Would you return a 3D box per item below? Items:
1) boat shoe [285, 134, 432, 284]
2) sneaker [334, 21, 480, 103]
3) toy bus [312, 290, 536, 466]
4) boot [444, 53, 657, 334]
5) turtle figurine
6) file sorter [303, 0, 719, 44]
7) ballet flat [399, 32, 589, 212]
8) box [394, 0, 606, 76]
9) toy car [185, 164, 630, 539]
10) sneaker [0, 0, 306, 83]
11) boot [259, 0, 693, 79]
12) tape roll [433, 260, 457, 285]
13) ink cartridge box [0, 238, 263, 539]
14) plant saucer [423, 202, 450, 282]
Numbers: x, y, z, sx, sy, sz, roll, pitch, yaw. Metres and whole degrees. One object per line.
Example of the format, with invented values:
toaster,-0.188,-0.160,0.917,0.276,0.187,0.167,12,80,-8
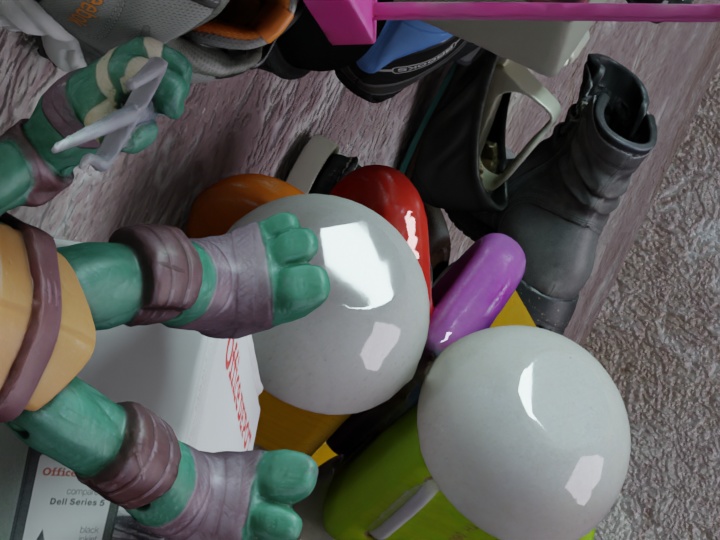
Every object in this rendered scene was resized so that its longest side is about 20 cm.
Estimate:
boat shoe,0.001,-0.002,1.225,0.075,0.066,0.200,-62,170,-19
sneaker,0.039,-0.136,1.126,0.083,0.071,0.200,-54,178,41
toy bus,0.001,0.077,1.232,0.200,0.065,0.078,-38,-169,-36
boot,0.109,-0.060,1.444,0.132,0.069,0.200,-63,-159,19
turtle figurine,-0.084,0.012,0.670,0.200,0.100,0.150,22,85,-55
file sorter,0.046,-0.169,0.672,0.139,0.125,0.201,42,50,-79
ballet flat,0.077,-0.110,1.350,0.068,0.068,0.201,-52,164,-47
box,0.067,-0.195,0.970,0.128,0.109,0.200,-57,167,-40
toy car,0.010,0.038,1.014,0.175,0.199,0.150,-48,-167,50
sneaker,-0.049,-0.078,0.737,0.200,0.079,0.074,-7,120,-80
boot,0.044,-0.120,0.885,0.080,0.157,0.212,-56,167,-39
tape roll,0.028,0.092,1.517,0.203,0.037,0.203,-61,171,-18
ink cartridge box,-0.092,0.106,0.817,0.146,0.084,0.201,88,13,-71
plant saucer,0.003,0.047,1.469,0.201,0.032,0.200,-62,171,-17
